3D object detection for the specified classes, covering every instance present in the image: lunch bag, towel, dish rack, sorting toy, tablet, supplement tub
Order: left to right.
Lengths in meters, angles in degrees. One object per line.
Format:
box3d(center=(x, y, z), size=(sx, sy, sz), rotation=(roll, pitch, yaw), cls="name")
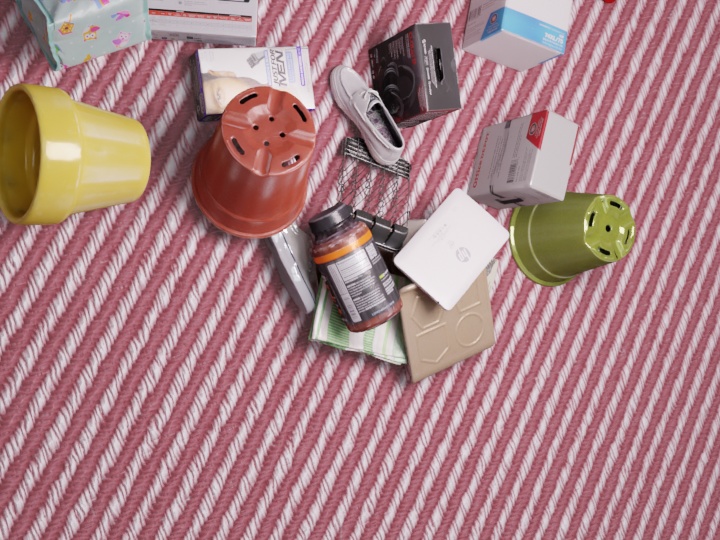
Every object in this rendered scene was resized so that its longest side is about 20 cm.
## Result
box3d(center=(-0.436, -0.424, 1.450), size=(0.169, 0.123, 0.201), rotation=(-26, 62, -22), cls="lunch bag")
box3d(center=(-0.014, -0.007, 1.566), size=(0.106, 0.107, 0.202), rotation=(-30, 101, -23), cls="supplement tub")
box3d(center=(0.010, 0.071, 1.649), size=(0.198, 0.023, 0.155), rotation=(16, 79, -29), cls="towel")
box3d(center=(0.020, -0.142, 1.671), size=(0.152, 0.055, 0.202), rotation=(20, 50, -20), cls="dish rack")
box3d(center=(0.152, 0.084, 1.687), size=(0.183, 0.036, 0.203), rotation=(-22, 121, -22), cls="sorting toy")
box3d(center=(0.160, -0.039, 1.639), size=(0.130, 0.014, 0.200), rotation=(41, 65, 2), cls="tablet")

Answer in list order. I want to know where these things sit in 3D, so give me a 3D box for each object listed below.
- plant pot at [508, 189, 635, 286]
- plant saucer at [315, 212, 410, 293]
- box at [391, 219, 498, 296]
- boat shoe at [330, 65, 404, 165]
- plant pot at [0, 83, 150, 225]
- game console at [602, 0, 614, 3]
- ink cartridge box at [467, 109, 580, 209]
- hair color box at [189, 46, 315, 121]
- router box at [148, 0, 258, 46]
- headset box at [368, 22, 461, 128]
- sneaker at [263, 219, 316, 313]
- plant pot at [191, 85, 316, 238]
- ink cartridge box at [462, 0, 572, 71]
box3d(center=(0.416, -0.072, 1.802), size=(0.197, 0.189, 0.204), rotation=(1, 88, -25), cls="plant pot")
box3d(center=(0.000, 0.000, 1.680), size=(0.198, 0.036, 0.204), rotation=(2, 87, -30), cls="plant saucer")
box3d(center=(0.156, -0.018, 1.722), size=(0.198, 0.068, 0.083), rotation=(25, 75, -35), cls="box")
box3d(center=(0.015, -0.283, 1.668), size=(0.071, 0.068, 0.202), rotation=(-20, 80, -29), cls="boat shoe")
box3d(center=(-0.427, -0.170, 1.418), size=(0.187, 0.199, 0.204), rotation=(-3, 89, -41), cls="plant pot")
box3d(center=(0.465, -0.676, 1.944), size=(0.198, 0.119, 0.174), rotation=(20, 111, -22), cls="game console")
box3d(center=(0.297, -0.199, 1.747), size=(0.083, 0.199, 0.146), rotation=(20, 80, -26), cls="ink cartridge box")
box3d(center=(-0.181, -0.316, 1.601), size=(0.197, 0.065, 0.111), rotation=(-8, 92, -24), cls="hair color box")
box3d(center=(-0.262, -0.467, 1.543), size=(0.197, 0.049, 0.183), rotation=(3, 86, -6), cls="router box")
box3d(center=(0.098, -0.339, 1.657), size=(0.076, 0.199, 0.151), rotation=(-9, 92, -25), cls="headset box")
box3d(center=(-0.110, -0.028, 1.616), size=(0.070, 0.073, 0.202), rotation=(-25, 98, -18), cls="sneaker")
box3d(center=(-0.160, -0.179, 1.503), size=(0.198, 0.195, 0.204), rotation=(5, 70, -15), cls="plant pot")
box3d(center=(0.303, -0.508, 1.790), size=(0.144, 0.146, 0.203), rotation=(14, 83, -23), cls="ink cartridge box")
